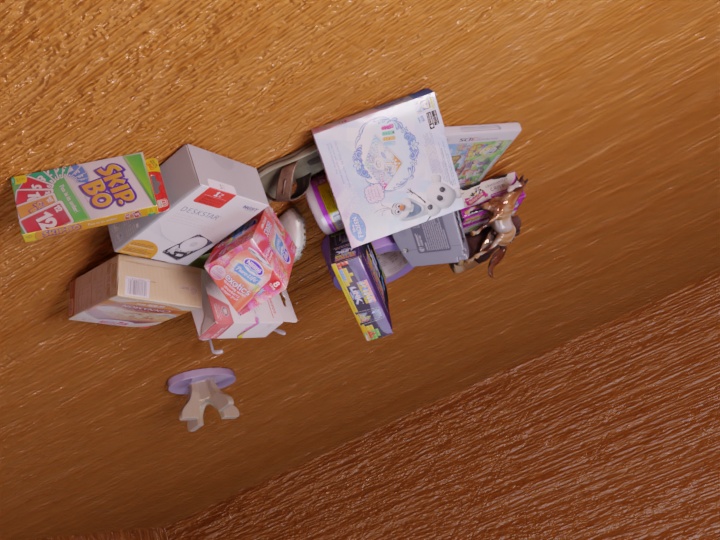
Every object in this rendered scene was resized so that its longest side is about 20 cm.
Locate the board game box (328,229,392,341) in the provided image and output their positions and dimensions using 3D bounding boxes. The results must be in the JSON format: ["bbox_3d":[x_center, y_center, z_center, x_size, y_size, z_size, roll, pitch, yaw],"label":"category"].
[{"bbox_3d":[0.000,0.000,1.421,0.057,0.166,0.200,-17,130,8],"label":"board game box"}]

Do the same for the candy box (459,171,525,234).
[{"bbox_3d":[0.247,-0.124,1.607,0.136,0.061,0.200,-19,166,-6],"label":"candy box"}]

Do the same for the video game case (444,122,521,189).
[{"bbox_3d":[0.178,-0.202,1.455,0.182,0.022,0.200,-9,155,-27],"label":"video game case"}]

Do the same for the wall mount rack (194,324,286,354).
[{"bbox_3d":[-0.266,0.121,1.730,0.173,0.075,0.200,-20,158,-3],"label":"wall mount rack"}]

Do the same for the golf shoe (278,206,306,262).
[{"bbox_3d":[-0.170,-0.031,1.426,0.097,0.078,0.200,-2,135,-43],"label":"golf shoe"}]

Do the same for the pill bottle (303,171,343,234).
[{"bbox_3d":[0.010,-0.145,1.331,0.200,0.104,0.104,-23,158,5],"label":"pill bottle"}]

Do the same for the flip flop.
[{"bbox_3d":[-0.108,-0.149,1.278,0.200,0.058,0.081,-26,157,15],"label":"flip flop"}]

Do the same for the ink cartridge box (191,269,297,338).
[{"bbox_3d":[-0.228,0.066,1.505,0.200,0.117,0.067,4,146,-46],"label":"ink cartridge box"}]

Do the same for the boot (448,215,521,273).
[{"bbox_3d":[0.251,-0.071,1.601,0.166,0.072,0.200,-33,163,-1],"label":"boot"}]

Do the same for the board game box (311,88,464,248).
[{"bbox_3d":[0.046,-0.161,1.246,0.199,0.043,0.200,-20,114,-4],"label":"board game box"}]

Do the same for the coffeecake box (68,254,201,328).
[{"bbox_3d":[-0.391,0.041,1.352,0.153,0.073,0.200,11,159,-40],"label":"coffeecake box"}]

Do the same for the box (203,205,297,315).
[{"bbox_3d":[-0.176,-0.023,1.297,0.095,0.103,0.200,-29,-163,11],"label":"box"}]

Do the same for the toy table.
[{"bbox_3d":[-0.401,0.331,2.038,0.200,0.117,0.184,0,150,-39],"label":"toy table"}]

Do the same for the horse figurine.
[{"bbox_3d":[0.259,-0.082,1.502,0.132,0.050,0.200,-32,137,-20],"label":"horse figurine"}]

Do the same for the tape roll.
[{"bbox_3d":[0.025,-0.041,1.608,0.199,0.085,0.200,-18,158,-7],"label":"tape roll"}]

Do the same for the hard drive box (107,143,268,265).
[{"bbox_3d":[-0.273,-0.097,1.228,0.200,0.077,0.156,-33,155,27],"label":"hard drive box"}]

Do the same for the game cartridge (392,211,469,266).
[{"bbox_3d":[0.117,-0.098,1.454,0.133,0.041,0.200,-7,124,19],"label":"game cartridge"}]

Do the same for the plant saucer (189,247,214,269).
[{"bbox_3d":[-0.292,0.003,1.497,0.199,0.031,0.200,-18,158,-7],"label":"plant saucer"}]

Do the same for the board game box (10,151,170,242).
[{"bbox_3d":[-0.375,-0.106,1.092,0.199,0.096,0.030,-13,156,-18],"label":"board game box"}]
